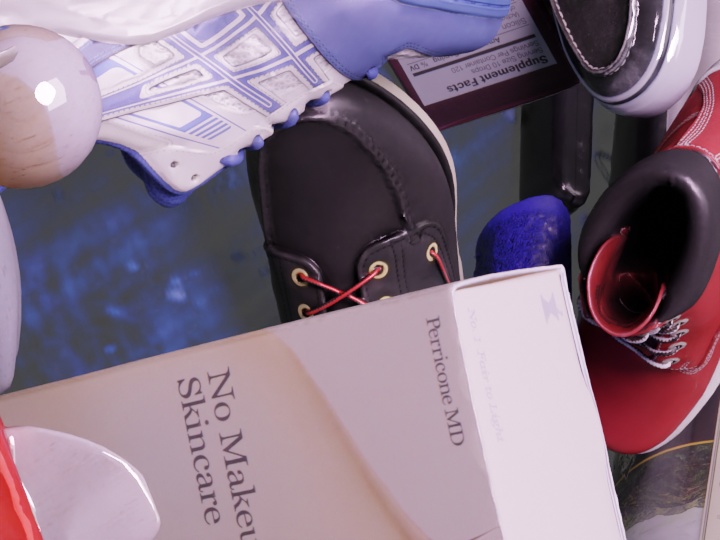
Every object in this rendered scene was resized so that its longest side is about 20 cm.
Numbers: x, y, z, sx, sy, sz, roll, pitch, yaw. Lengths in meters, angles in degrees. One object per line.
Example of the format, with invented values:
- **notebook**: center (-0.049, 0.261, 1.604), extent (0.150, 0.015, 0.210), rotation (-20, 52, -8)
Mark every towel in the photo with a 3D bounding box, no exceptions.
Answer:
- **towel**: center (0.063, 0.087, 0.903), extent (0.148, 0.049, 0.201), rotation (80, 11, -61)

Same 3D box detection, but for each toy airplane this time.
- **toy airplane**: center (-0.118, -0.002, 0.589), extent (0.141, 0.200, 0.199), rotation (-42, 140, -7)

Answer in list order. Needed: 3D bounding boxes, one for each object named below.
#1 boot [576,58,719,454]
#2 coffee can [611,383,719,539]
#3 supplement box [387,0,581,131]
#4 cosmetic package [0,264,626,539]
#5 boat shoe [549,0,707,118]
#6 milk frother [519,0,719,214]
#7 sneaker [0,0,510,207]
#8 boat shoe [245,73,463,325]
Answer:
- **boot**: center (0.111, 0.019, 0.893), extent (0.144, 0.072, 0.200), rotation (-44, 157, -49)
- **coffee can**: center (0.172, 0.163, 0.978), extent (0.146, 0.146, 0.200), rotation (50, 40, -32)
- **supplement box**: center (0.034, -0.178, 0.973), extent (0.200, 0.085, 0.110), rotation (57, 37, -24)
- **cosmetic package**: center (-0.026, 0.070, 0.685), extent (0.073, 0.200, 0.104), rotation (-7, 83, -56)
- **boat shoe**: center (0.087, -0.158, 0.917), extent (0.071, 0.072, 0.201), rotation (9, 62, -42)
- **milk frother**: center (0.192, -0.066, 1.059), extent (0.180, 0.200, 0.189), rotation (36, 49, -38)
- **sneaker**: center (-0.048, -0.068, 0.728), extent (0.075, 0.199, 0.088), rotation (-138, -135, -72)
- **boat shoe**: center (0.003, 0.000, 0.827), extent (0.202, 0.073, 0.063), rotation (71, 17, -50)
